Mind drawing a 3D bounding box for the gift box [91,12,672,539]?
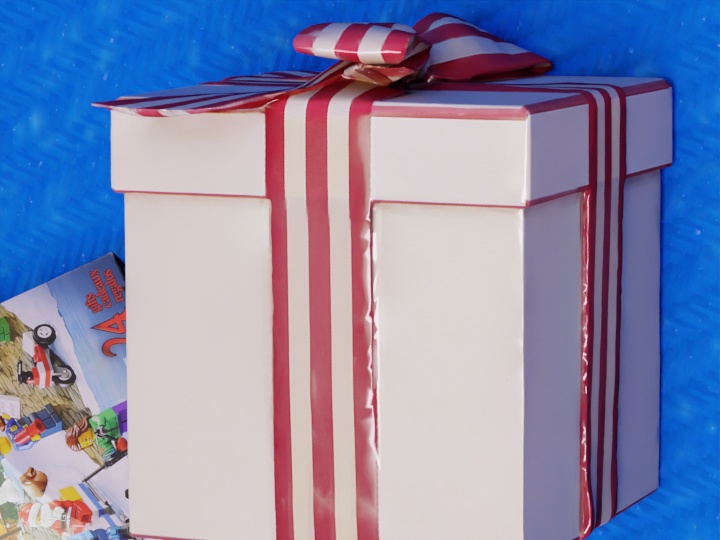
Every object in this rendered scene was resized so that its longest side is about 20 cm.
[{"bbox_3d":[0.000,0.000,1.077,0.199,0.184,0.187,3,98,18],"label":"gift box"}]

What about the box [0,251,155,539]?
[{"bbox_3d":[-0.119,0.112,1.169,0.136,0.038,0.200,-25,83,-1],"label":"box"}]
